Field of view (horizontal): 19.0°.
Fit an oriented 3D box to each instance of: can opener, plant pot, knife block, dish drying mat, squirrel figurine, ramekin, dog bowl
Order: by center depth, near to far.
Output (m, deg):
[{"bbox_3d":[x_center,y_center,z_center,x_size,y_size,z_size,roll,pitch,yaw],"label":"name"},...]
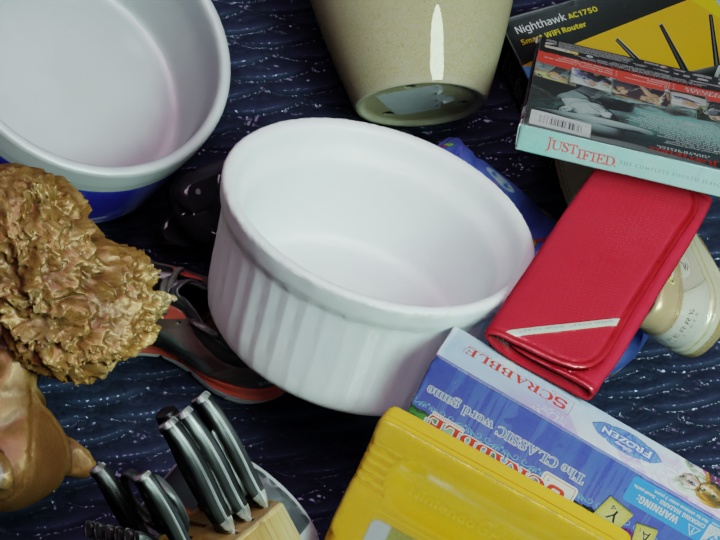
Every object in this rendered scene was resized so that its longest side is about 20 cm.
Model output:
[{"bbox_3d":[-0.064,0.164,1.213,0.199,0.064,0.176,15,83,-38],"label":"knife block"},{"bbox_3d":[0.147,-0.004,1.305,0.077,0.018,0.200,27,47,12],"label":"dish drying mat"},{"bbox_3d":[-0.217,0.044,1.313,0.200,0.141,0.187,-31,72,21],"label":"squirrel figurine"},{"bbox_3d":[0.000,0.000,1.340,0.200,0.098,0.201,13,34,-9],"label":"ramekin"},{"bbox_3d":[-0.190,-0.134,1.405,0.199,0.079,0.201,13,60,-23],"label":"dog bowl"},{"bbox_3d":[-0.045,-0.062,1.455,0.199,0.079,0.064,-19,107,-26],"label":"can opener"},{"bbox_3d":[0.034,-0.210,1.508,0.186,0.187,0.201,-1,75,-8],"label":"plant pot"}]

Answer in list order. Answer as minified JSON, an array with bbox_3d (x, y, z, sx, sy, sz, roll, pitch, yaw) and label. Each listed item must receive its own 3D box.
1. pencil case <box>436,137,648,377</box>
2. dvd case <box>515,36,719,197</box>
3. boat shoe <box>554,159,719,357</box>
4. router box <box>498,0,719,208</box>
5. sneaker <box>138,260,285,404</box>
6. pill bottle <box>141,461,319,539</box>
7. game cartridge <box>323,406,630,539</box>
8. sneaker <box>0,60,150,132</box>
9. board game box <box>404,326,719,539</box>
[{"bbox_3d":[0.104,-0.004,1.442,0.200,0.078,0.087,41,39,15],"label":"pencil case"},{"bbox_3d":[0.179,-0.104,1.417,0.145,0.022,0.200,13,22,2],"label":"dvd case"},{"bbox_3d":[0.170,-0.032,1.392,0.069,0.074,0.200,18,32,-39],"label":"boat shoe"},{"bbox_3d":[0.214,-0.135,1.545,0.199,0.051,0.150,-17,65,-15],"label":"router box"},{"bbox_3d":[-0.131,0.017,1.396,0.199,0.082,0.077,18,60,2],"label":"sneaker"},{"bbox_3d":[-0.121,0.208,1.277,0.106,0.106,0.200,34,63,11],"label":"pill bottle"},{"bbox_3d":[0.053,0.203,1.263,0.176,0.201,0.032,28,27,8],"label":"game cartridge"},{"bbox_3d":[-0.239,-0.106,1.454,0.199,0.077,0.076,6,59,-7],"label":"sneaker"},{"bbox_3d":[0.098,0.164,1.280,0.199,0.200,0.041,29,32,8],"label":"board game box"}]
